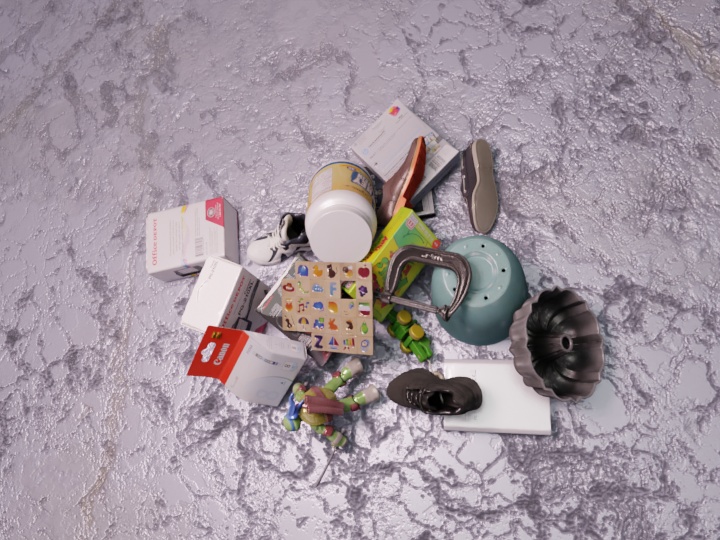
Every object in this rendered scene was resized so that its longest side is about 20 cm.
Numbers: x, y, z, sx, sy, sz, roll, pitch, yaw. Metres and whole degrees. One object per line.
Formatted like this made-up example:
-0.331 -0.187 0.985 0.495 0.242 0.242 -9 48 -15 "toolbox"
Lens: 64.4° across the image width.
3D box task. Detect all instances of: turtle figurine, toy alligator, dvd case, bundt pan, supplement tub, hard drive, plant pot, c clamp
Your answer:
-0.067 0.273 1.138 0.191 0.204 0.144 -27 36 -20 "turtle figurine"
0.115 0.139 1.148 0.054 0.060 0.201 -24 66 -41 "toy alligator"
0.061 -0.174 1.272 0.194 0.025 0.155 -10 70 11 "dvd case"
0.345 0.136 1.033 0.197 0.075 0.208 8 72 -27 "bundt pan"
-0.038 -0.117 1.149 0.141 0.147 0.202 -15 35 9 "supplement tub"
0.257 0.239 1.090 0.194 0.025 0.136 -1 73 14 "hard drive"
0.223 0.026 1.093 0.195 0.161 0.206 -5 71 13 "plant pot"
0.105 0.039 1.042 0.196 0.027 0.176 5 76 34 "c clamp"

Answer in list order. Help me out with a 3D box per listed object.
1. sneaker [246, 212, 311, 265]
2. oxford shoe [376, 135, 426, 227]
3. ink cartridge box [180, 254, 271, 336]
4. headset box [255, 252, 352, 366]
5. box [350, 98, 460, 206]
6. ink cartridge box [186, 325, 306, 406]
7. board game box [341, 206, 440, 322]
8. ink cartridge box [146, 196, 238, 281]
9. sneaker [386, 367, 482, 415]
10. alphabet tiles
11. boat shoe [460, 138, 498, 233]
-0.173 -0.076 1.244 0.193 0.130 0.082 -7 70 12 "sneaker"
0.082 -0.186 1.178 0.071 0.071 0.205 16 80 24 "oxford shoe"
-0.264 0.076 1.182 0.082 0.200 0.148 17 77 19 "ink cartridge box"
-0.094 0.087 1.178 0.198 0.075 0.150 38 84 1 "headset box"
0.096 -0.258 1.255 0.156 0.041 0.200 -44 68 -2 "box"
-0.223 0.189 1.114 0.161 0.195 0.048 -56 32 35 "ink cartridge box"
0.061 -0.012 1.124 0.201 0.101 0.047 -52 30 -6 "board game box"
-0.386 -0.070 1.322 0.194 0.086 0.152 -11 71 13 "ink cartridge box"
0.124 0.230 1.067 0.196 0.090 0.078 -7 92 38 "sneaker"
-0.066 0.069 1.090 0.195 0.008 0.173 1 96 25 "alphabet tiles"
0.246 -0.174 1.217 0.062 0.071 0.206 -17 69 55 "boat shoe"
